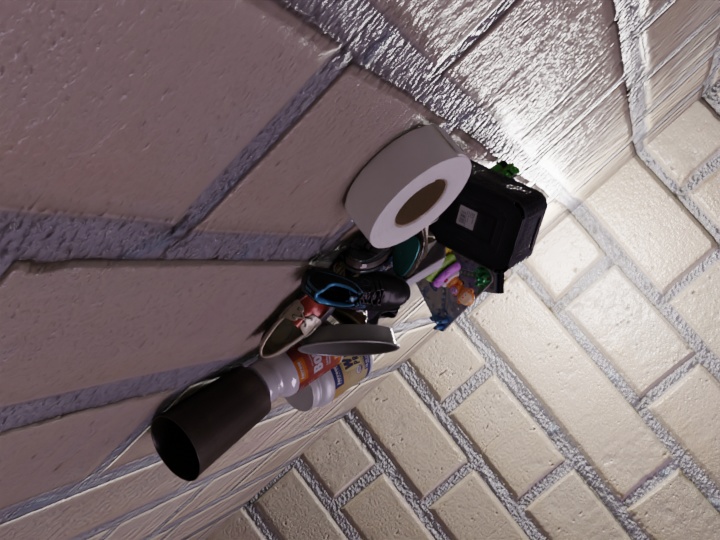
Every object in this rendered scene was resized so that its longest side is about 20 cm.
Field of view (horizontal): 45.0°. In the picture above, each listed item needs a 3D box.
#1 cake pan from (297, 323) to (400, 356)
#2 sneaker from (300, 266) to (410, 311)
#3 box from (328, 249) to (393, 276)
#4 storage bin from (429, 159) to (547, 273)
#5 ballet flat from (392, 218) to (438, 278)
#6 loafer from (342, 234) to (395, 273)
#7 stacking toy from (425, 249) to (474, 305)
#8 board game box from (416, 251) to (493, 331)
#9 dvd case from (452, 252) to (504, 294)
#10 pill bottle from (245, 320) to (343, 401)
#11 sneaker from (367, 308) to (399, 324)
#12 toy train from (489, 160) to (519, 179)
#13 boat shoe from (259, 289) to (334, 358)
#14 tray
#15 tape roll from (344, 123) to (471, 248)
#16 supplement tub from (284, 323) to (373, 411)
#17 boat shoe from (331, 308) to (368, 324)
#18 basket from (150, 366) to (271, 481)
[{"bbox_3d":[-0.022,0.134,1.667,0.197,0.037,0.200,-1,167,0],"label":"cake pan"},{"bbox_3d":[-0.003,0.044,1.507,0.197,0.082,0.074,3,108,-17],"label":"sneaker"},{"bbox_3d":[0.000,0.000,1.675,0.199,0.046,0.159,-27,163,-45],"label":"box"},{"bbox_3d":[0.213,-0.100,1.544,0.093,0.199,0.137,-25,136,-50],"label":"storage bin"},{"bbox_3d":[0.104,-0.077,1.521,0.075,0.068,0.202,-19,131,-30],"label":"ballet flat"},{"bbox_3d":[0.033,-0.057,1.567,0.200,0.071,0.064,-34,144,-52],"label":"loafer"},{"bbox_3d":[0.162,-0.008,1.768,0.116,0.201,0.109,-44,167,26],"label":"stacking toy"},{"bbox_3d":[0.175,-0.005,1.841,0.026,0.202,0.200,-4,147,-37],"label":"board game box"},{"bbox_3d":[0.224,-0.032,1.812,0.017,0.145,0.199,-3,-173,-37],"label":"dvd case"},{"bbox_3d":[-0.136,0.185,1.768,0.199,0.113,0.112,-31,165,-37],"label":"pill bottle"},{"bbox_3d":[0.069,0.064,2.009,0.199,0.088,0.076,-35,167,-23],"label":"sneaker"},{"bbox_3d":[0.251,-0.175,1.789,0.199,0.056,0.042,-32,151,-32],"label":"toy train"},{"bbox_3d":[-0.113,0.090,1.584,0.200,0.071,0.063,-40,-173,28],"label":"boat shoe"},{"bbox_3d":[0.081,0.011,1.605,0.199,0.022,0.108,-32,-163,20],"label":"tray"},{"bbox_3d":[0.075,-0.128,1.342,0.201,0.071,0.203,-33,160,-14],"label":"tape roll"},{"bbox_3d":[-0.081,0.221,1.984,0.199,0.145,0.145,-30,165,-40],"label":"supplement tub"},{"bbox_3d":[-0.021,0.078,1.769,0.068,0.072,0.200,-49,-169,-6],"label":"boat shoe"},{"bbox_3d":[-0.277,0.282,1.657,0.199,0.136,0.181,-35,171,-36],"label":"basket"}]
